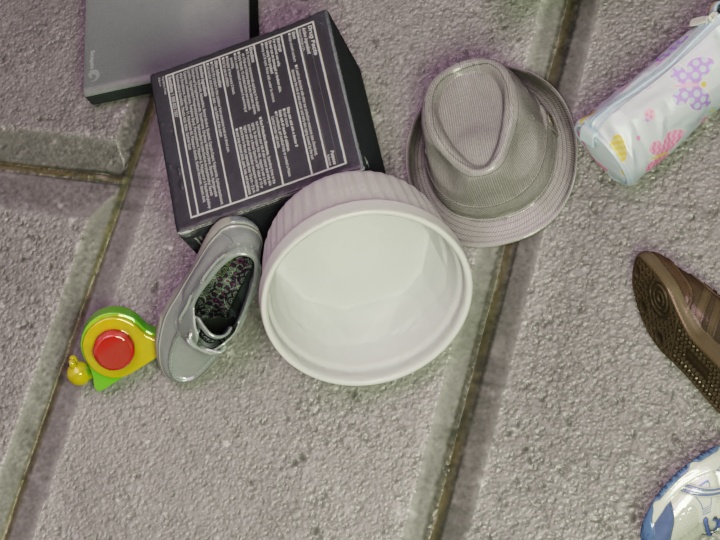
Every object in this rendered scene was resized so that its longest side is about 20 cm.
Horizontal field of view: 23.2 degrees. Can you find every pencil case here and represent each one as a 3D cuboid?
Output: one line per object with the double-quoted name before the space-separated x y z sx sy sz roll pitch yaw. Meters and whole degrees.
"pencil case" 0.302 -0.171 1.697 0.200 0.091 0.083 -42 60 -2

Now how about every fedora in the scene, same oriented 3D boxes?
"fedora" 0.121 -0.132 1.741 0.177 0.090 0.200 -9 63 15

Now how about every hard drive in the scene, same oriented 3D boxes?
"hard drive" -0.212 -0.267 1.956 0.200 0.033 0.140 -10 63 15

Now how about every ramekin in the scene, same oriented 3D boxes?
"ramekin" 0.000 0.000 1.662 0.200 0.200 0.105 -24 34 7

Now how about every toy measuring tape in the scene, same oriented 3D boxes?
"toy measuring tape" -0.218 0.051 1.781 0.200 0.074 0.074 -32 59 4

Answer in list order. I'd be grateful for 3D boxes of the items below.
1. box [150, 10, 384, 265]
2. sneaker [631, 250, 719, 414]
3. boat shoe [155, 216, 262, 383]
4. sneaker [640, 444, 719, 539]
"box" -0.088 -0.125 1.783 0.198 0.123 0.200 -19 61 11
"sneaker" 0.322 0.056 1.606 0.075 0.071 0.200 -14 51 -21
"boat shoe" -0.149 0.042 1.709 0.072 0.070 0.201 -101 32 -54
"sneaker" 0.337 0.192 1.520 0.200 0.075 0.088 -38 60 0
